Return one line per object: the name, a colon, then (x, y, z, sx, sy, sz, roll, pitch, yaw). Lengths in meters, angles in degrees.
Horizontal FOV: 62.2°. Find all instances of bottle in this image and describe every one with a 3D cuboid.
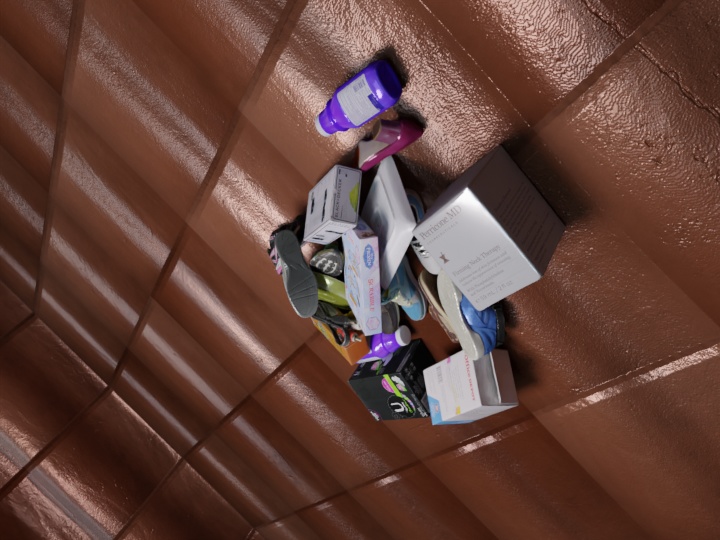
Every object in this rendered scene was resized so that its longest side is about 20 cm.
bottle: (-0.011, -0.320, 1.146, 0.197, 0.065, 0.085, -22, 110, 46)
bottle: (0.042, 0.182, 1.524, 0.064, 0.086, 0.197, 24, 148, -39)

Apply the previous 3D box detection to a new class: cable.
cable: (-0.060, 0.133, 1.480, 0.050, 0.100, 0.197, 24, 169, -40)

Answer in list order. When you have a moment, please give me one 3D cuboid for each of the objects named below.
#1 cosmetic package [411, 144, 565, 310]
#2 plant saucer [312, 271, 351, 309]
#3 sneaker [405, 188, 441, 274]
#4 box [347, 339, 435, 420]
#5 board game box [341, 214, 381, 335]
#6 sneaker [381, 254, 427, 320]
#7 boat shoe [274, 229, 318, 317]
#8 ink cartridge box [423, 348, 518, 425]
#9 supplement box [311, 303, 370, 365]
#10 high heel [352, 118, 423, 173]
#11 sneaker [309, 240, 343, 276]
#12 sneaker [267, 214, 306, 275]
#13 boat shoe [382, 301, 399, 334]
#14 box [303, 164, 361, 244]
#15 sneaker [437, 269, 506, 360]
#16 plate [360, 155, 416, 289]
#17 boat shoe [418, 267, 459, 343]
cosmetic package: (0.235, -0.076, 1.094, 0.201, 0.167, 0.167, 47, 139, -6)
plant saucer: (-0.079, 0.054, 1.475, 0.194, 0.032, 0.201, 20, 166, 5)
sneaker: (0.121, -0.072, 1.259, 0.070, 0.073, 0.204, -8, 120, 39)
box: (0.094, 0.287, 1.540, 0.197, 0.125, 0.151, -17, 114, 45)
board game box: (0.000, 0.000, 1.267, 0.040, 0.201, 0.206, -7, 112, -11)
sneaker: (0.078, 0.057, 1.355, 0.078, 0.131, 0.204, -10, 118, 40)
boat shoe: (-0.148, 0.009, 1.385, 0.065, 0.072, 0.208, 109, 139, -80)
ink cartridge box: (0.256, 0.261, 1.355, 0.122, 0.133, 0.199, 7, 152, -32)
supplement box: (-0.057, 0.152, 1.528, 0.199, 0.068, 0.068, 41, 158, 48)
high heel: (0.048, -0.237, 1.195, 0.093, 0.070, 0.199, 6, 166, -18)
sneaker: (-0.077, -0.036, 1.404, 0.075, 0.091, 0.200, 22, 163, -12)
sneaker: (-0.191, -0.075, 1.499, 0.087, 0.080, 0.201, 46, 134, 11)
boat shoe: (0.034, 0.065, 1.417, 0.073, 0.073, 0.206, -8, 108, 40)
box: (-0.062, -0.133, 1.265, 0.058, 0.121, 0.199, 9, 167, -19)
sneaker: (0.245, 0.076, 1.280, 0.205, 0.109, 0.077, 66, 156, 6)
plate: (0.045, -0.099, 1.227, 0.031, 0.205, 0.202, -1, 143, -21)
boat shoe: (0.181, 0.086, 1.348, 0.071, 0.073, 0.201, -21, 116, 44)
